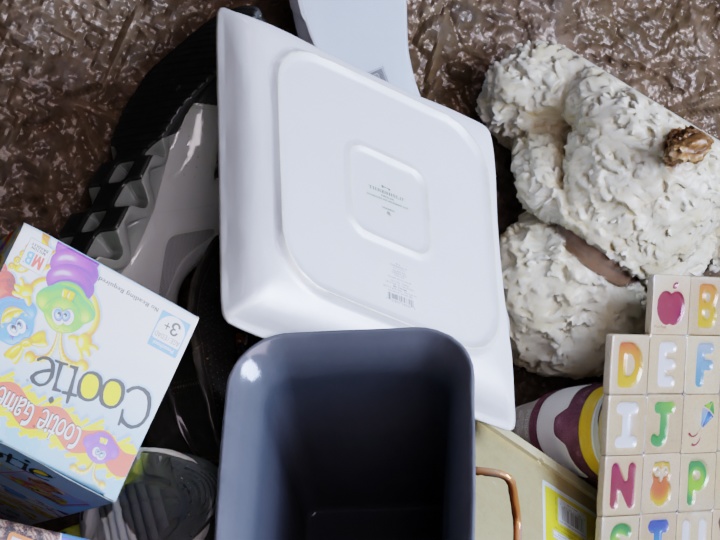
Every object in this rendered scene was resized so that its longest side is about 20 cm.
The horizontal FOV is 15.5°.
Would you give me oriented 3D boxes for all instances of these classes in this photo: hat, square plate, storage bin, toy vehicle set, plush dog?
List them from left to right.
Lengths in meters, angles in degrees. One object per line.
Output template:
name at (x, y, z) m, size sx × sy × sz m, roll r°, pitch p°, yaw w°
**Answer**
hat at (-0.074, 0.079, 1.440) m, size 0.080 × 0.200 × 0.202 m, roll -16°, pitch 87°, yaw 19°
square plate at (0.009, -0.031, 1.410) m, size 0.199 × 0.028 × 0.199 m, roll 22°, pitch 49°, yaw -34°
storage bin at (0.009, 0.148, 1.309) m, size 0.144 × 0.135 × 0.201 m, roll -3°, pitch 54°, yaw 6°
toy vehicle set at (0.111, 0.171, 1.463) m, size 0.200 × 0.026 × 0.125 m, roll 35°, pitch 44°, yaw -38°
plush dog at (0.140, -0.016, 1.533) m, size 0.199 × 0.161 × 0.173 m, roll 30°, pitch 97°, yaw -13°

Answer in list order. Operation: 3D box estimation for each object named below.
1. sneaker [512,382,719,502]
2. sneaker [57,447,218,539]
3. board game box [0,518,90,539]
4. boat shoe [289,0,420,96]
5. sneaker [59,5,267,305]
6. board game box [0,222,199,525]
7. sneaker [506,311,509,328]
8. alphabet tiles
sneaker at (0.175, 0.107, 1.557) m, size 0.199 × 0.090 × 0.076 m, roll 26°, pitch 72°, yaw -42°
sneaker at (-0.105, 0.143, 1.382) m, size 0.084 × 0.200 × 0.075 m, roll 1°, pitch 68°, yaw -30°
board game box at (-0.255, 0.167, 1.333) m, size 0.199 × 0.159 × 0.098 m, roll 16°, pitch 76°, yaw -18°
boat shoe at (-0.003, -0.115, 1.524) m, size 0.073 × 0.068 × 0.201 m, roll -25°, pitch 97°, yaw -26°
sneaker at (-0.095, -0.054, 1.485) m, size 0.088 × 0.074 × 0.201 m, roll 39°, pitch 68°, yaw -30°
board game box at (-0.174, 0.059, 1.359) m, size 0.104 × 0.200 × 0.104 m, roll 29°, pitch 73°, yaw -14°
sneaker at (0.000, 0.000, 1.462) m, size 0.200 × 0.073 × 0.085 m, roll 42°, pitch 42°, yaw -20°
alphabet tiles at (0.192, 0.103, 1.503) m, size 0.166 × 0.006 × 0.202 m, roll 2°, pitch 91°, yaw -44°
